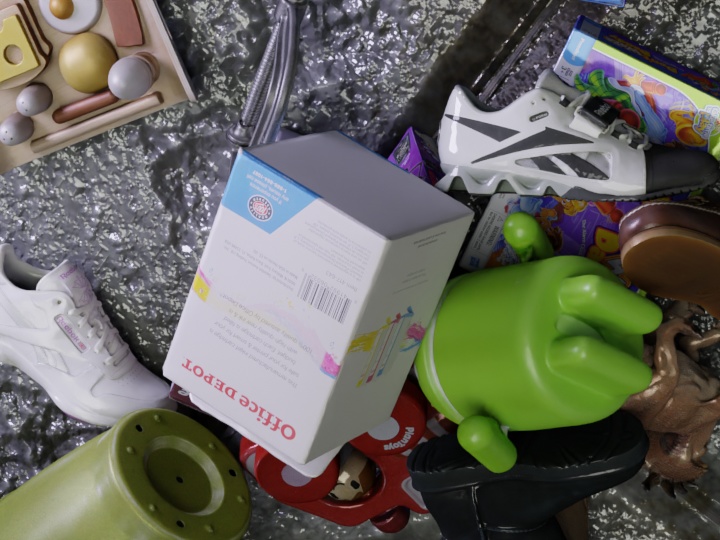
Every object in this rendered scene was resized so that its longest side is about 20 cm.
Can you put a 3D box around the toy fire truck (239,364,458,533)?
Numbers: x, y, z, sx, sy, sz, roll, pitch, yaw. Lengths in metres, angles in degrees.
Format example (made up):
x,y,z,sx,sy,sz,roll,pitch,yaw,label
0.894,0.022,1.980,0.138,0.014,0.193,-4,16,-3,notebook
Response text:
x,y,z,sx,sy,sz,roll,pitch,yaw,label
0.015,0.137,1.471,0.199,0.112,0.168,-31,119,22,toy fire truck

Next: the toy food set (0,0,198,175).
x,y,z,sx,sy,sz,roll,pitch,yaw,label
-0.236,-0.163,1.436,0.199,0.060,0.144,-19,105,18,toy food set

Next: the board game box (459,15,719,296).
x,y,z,sx,sy,sz,roll,pitch,yaw,label
0.176,-0.065,1.377,0.134,0.045,0.201,26,113,3,board game box

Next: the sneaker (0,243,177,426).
x,y,z,sx,sy,sz,roll,pitch,yaw,label
-0.230,0.054,1.506,0.199,0.075,0.100,31,115,1,sneaker

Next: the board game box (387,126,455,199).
x,y,z,sx,sy,sz,roll,pitch,yaw,label
0.000,0.000,1.405,0.032,0.120,0.200,29,111,-17,board game box

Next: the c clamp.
x,y,z,sx,sy,sz,roll,pitch,yaw,label
-0.067,-0.131,1.381,0.027,0.171,0.201,13,127,-15,c clamp

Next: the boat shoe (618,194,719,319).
x,y,z,sx,sy,sz,roll,pitch,yaw,label
0.239,-0.016,1.318,0.070,0.200,0.071,-23,62,30,boat shoe

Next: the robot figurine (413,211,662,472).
x,y,z,sx,sy,sz,roll,pitch,yaw,label
0.117,0.053,1.315,0.115,0.177,0.199,21,162,-32,robot figurine

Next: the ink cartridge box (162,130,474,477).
x,y,z,sx,sy,sz,roll,pitch,yaw,label
-0.034,0.026,1.289,0.128,0.125,0.201,32,115,22,ink cartridge box

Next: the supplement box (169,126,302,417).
x,y,z,sx,sy,sz,roll,pitch,yaw,label
-0.079,0.004,1.431,0.061,0.109,0.201,22,113,-8,supplement box

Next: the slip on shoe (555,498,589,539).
x,y,z,sx,sy,sz,roll,pitch,yaw,label
0.154,0.209,1.464,0.076,0.061,0.201,-14,117,-30,slip on shoe

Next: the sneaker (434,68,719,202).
x,y,z,sx,sy,sz,roll,pitch,yaw,label
0.150,-0.093,1.296,0.199,0.074,0.089,4,99,10,sneaker

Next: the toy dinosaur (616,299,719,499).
x,y,z,sx,sy,sz,roll,pitch,yaw,label
0.218,0.094,1.376,0.135,0.086,0.200,-42,119,19,toy dinosaur

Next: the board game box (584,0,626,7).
x,y,z,sx,sy,sz,roll,pitch,yaw,label
0.101,-0.277,1.325,0.199,0.045,0.153,10,112,9,board game box

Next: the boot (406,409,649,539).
x,y,z,sx,sy,sz,roll,pitch,yaw,label
0.137,0.192,1.381,0.197,0.073,0.163,-11,115,25,boot

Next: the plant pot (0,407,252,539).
x,y,z,sx,sy,sz,roll,pitch,yaw,label
-0.189,0.213,1.470,0.200,0.201,0.193,41,123,-4,plant pot
